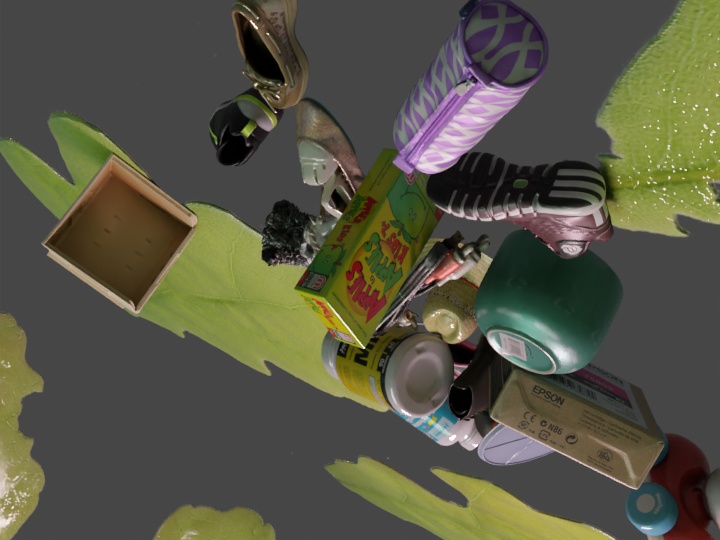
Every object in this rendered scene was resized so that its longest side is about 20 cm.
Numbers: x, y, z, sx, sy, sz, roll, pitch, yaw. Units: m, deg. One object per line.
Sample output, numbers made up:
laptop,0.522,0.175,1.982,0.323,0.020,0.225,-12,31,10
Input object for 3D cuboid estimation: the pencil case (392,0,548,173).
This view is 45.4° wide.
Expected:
pencil case,0.090,-0.153,0.752,0.083,0.086,0.200,32,160,-3

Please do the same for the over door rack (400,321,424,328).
over door rack,0.029,0.055,1.322,0.147,0.067,0.200,36,159,-9

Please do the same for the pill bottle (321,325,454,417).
pill bottle,0.032,0.131,1.233,0.114,0.115,0.199,45,162,-30

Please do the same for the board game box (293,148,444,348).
board game box,0.016,-0.027,0.971,0.047,0.202,0.102,14,153,39

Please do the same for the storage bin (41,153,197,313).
storage bin,-0.425,-0.060,1.541,0.197,0.201,0.094,36,160,-9

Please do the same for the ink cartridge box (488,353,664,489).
ink cartridge box,0.263,0.165,1.076,0.198,0.076,0.165,25,-162,1

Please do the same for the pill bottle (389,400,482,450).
pill bottle,0.128,0.227,1.495,0.199,0.112,0.111,35,159,-5

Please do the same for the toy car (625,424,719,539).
toy car,0.469,0.285,1.124,0.198,0.179,0.184,-21,133,30

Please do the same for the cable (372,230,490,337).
cable,0.071,0.026,1.024,0.050,0.200,0.097,46,-155,12

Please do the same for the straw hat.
straw hat,0.124,0.048,1.141,0.199,0.086,0.202,28,159,12

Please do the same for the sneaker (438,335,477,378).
sneaker,0.191,0.161,1.326,0.198,0.079,0.096,31,148,3

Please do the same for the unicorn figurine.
unicorn figurine,0.000,0.000,1.130,0.136,0.074,0.203,8,123,42

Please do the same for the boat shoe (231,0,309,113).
boat shoe,-0.101,-0.228,0.893,0.073,0.063,0.201,26,158,15

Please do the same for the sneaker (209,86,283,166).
sneaker,-0.164,-0.169,1.086,0.071,0.083,0.200,38,159,-12

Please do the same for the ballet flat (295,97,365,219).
ballet flat,-0.032,-0.116,1.035,0.067,0.068,0.201,14,152,40

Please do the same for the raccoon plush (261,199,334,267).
raccoon plush,-0.058,-0.044,1.263,0.132,0.098,0.200,13,-176,14

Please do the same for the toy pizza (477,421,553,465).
toy pizza,0.260,0.223,1.252,0.201,0.197,0.032,67,-178,-56

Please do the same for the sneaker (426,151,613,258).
sneaker,0.165,-0.055,0.877,0.198,0.076,0.116,13,155,41

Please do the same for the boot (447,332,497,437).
boot,0.164,0.194,1.230,0.076,0.138,0.203,13,127,30

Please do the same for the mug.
mug,0.217,0.055,0.979,0.184,0.115,0.152,39,158,-15
